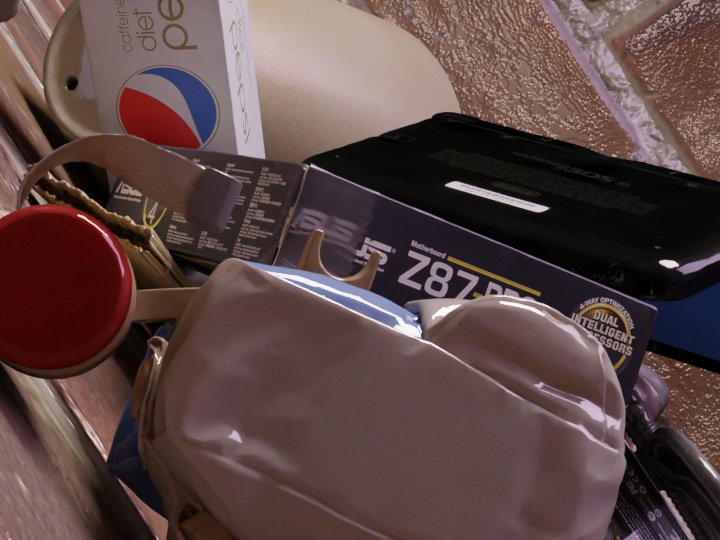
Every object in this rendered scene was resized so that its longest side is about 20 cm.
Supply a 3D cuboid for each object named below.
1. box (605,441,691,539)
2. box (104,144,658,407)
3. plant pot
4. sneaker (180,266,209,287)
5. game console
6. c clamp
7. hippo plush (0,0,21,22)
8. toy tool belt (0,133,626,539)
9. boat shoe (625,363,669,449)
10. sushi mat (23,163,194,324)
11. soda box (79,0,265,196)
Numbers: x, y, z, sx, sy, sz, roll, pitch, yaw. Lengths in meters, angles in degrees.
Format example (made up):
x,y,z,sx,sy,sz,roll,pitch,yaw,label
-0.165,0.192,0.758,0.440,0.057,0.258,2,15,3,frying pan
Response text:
x,y,z,sx,sy,sz,roll,pitch,yaw,label
0.083,0.144,0.862,0.160,0.044,0.200,-22,76,-50,box
0.000,0.000,0.858,0.161,0.049,0.200,20,-3,-25,box
-0.073,-0.081,1.114,0.187,0.187,0.200,57,16,28,plant pot
-0.040,0.041,1.039,0.099,0.078,0.200,61,3,17,sneaker
0.094,0.007,0.949,0.200,0.176,0.116,17,-65,35,game console
0.169,0.132,0.911,0.200,0.027,0.171,57,-5,9,c clamp
-0.154,-0.212,0.965,0.159,0.161,0.200,57,1,15,hippo plush
-0.024,0.044,0.640,0.200,0.125,0.123,23,-11,-4,toy tool belt
0.066,0.052,1.088,0.200,0.065,0.072,14,-67,38,boat shoe
-0.067,0.030,0.905,0.096,0.012,0.200,29,-16,42,sushi mat
-0.086,-0.113,0.939,0.068,0.064,0.200,-80,168,-58,soda box
